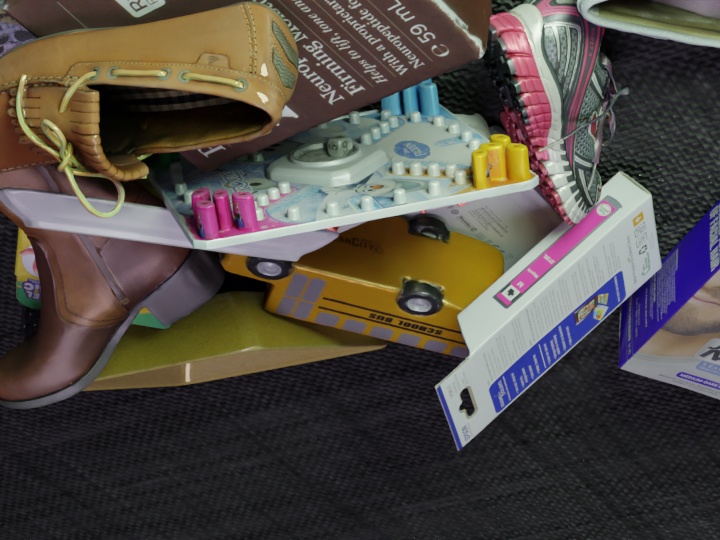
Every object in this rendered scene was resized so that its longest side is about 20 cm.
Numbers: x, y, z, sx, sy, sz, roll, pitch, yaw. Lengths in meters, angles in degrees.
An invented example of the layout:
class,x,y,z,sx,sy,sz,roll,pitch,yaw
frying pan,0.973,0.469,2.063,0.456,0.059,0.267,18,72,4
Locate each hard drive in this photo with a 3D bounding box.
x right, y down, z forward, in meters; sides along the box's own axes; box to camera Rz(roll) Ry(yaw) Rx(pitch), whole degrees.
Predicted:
class,x,y,z,sx,sy,sz,roll,pitch,yaw
hard drive,0.048,-0.029,1.332,0.199,0.027,0.132,-19,138,32

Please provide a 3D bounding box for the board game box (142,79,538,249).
class,x,y,z,sx,sy,sz,roll,pitch,yaw
board game box,-0.021,-0.069,1.113,0.199,0.200,0.026,-11,111,-13

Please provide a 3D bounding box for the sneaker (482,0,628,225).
class,x,y,z,sx,sy,sz,roll,pitch,yaw
sneaker,0.131,-0.099,1.176,0.074,0.081,0.200,-28,150,-2

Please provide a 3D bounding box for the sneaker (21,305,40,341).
class,x,y,z,sx,sy,sz,roll,pitch,yaw
sneaker,-0.202,0.001,1.406,0.082,0.072,0.200,-17,151,-28

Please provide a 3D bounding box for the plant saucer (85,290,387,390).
class,x,y,z,sx,sy,sz,roll,pitch,yaw
plant saucer,-0.110,0.051,1.396,0.199,0.049,0.200,-12,174,28

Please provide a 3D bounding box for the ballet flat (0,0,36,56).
class,x,y,z,sx,sy,sz,roll,pitch,yaw
ballet flat,-0.253,-0.184,1.061,0.072,0.072,0.201,-22,113,36

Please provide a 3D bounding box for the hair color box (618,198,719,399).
class,x,y,z,sx,sy,sz,roll,pitch,yaw
hair color box,0.274,0.015,1.324,0.109,0.065,0.200,17,143,-13

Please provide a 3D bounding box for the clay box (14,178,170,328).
class,x,y,z,sx,sy,sz,roll,pitch,yaw
clay box,-0.167,-0.056,1.259,0.114,0.048,0.201,10,127,-4

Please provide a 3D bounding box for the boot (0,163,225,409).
class,x,y,z,sx,sy,sz,roll,pitch,yaw
boot,-0.216,-0.019,1.217,0.188,0.069,0.200,-29,119,22

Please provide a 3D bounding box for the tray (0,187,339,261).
class,x,y,z,sx,sy,sz,roll,pitch,yaw
tray,-0.120,-0.027,1.141,0.198,0.022,0.107,8,180,-14

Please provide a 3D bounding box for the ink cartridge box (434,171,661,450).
class,x,y,z,sx,sy,sz,roll,pitch,yaw
ink cartridge box,0.122,0.028,1.277,0.037,0.200,0.095,39,165,30

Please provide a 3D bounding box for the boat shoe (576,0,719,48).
class,x,y,z,sx,sy,sz,roll,pitch,yaw
boat shoe,0.220,-0.152,1.087,0.201,0.065,0.075,14,146,-10

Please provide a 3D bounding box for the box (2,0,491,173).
class,x,y,z,sx,sy,sz,roll,pitch,yaw
box,-0.050,-0.186,0.996,0.199,0.165,0.166,-20,138,34

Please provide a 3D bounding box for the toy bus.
class,x,y,z,sx,sy,sz,roll,pitch,yaw
toy bus,0.000,0.000,1.303,0.199,0.065,0.078,14,147,-10

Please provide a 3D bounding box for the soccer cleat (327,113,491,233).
class,x,y,z,sx,sy,sz,roll,pitch,yaw
soccer cleat,-0.008,-0.063,1.233,0.198,0.078,0.070,-7,118,14

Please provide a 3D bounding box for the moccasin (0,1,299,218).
class,x,y,z,sx,sy,sz,roll,pitch,yaw
moccasin,-0.125,-0.077,0.953,0.200,0.078,0.074,-6,143,19
